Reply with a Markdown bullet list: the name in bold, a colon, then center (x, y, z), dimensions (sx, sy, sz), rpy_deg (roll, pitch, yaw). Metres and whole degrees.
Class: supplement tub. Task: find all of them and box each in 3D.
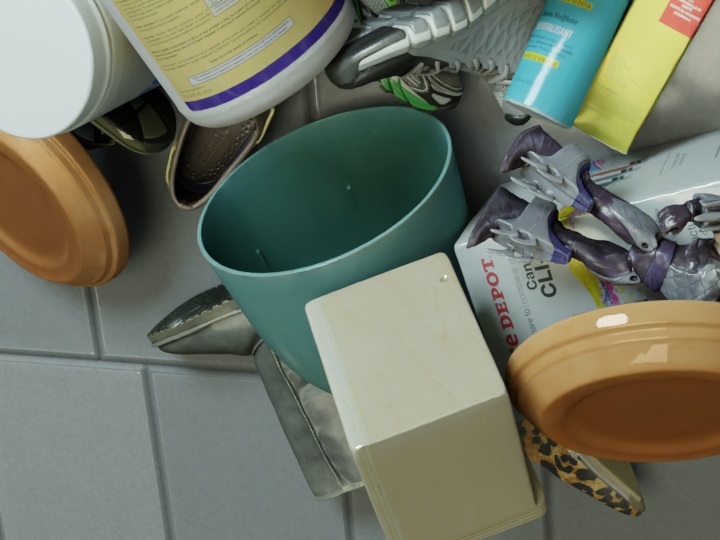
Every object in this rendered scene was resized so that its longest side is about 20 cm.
- **supplement tub**: center (-0.110, -0.214, 0.892), dimensions (0.144, 0.146, 0.201), rpy_deg (-19, 122, 26)
- **supplement tub**: center (-0.202, -0.187, 1.003), dimensions (0.131, 0.200, 0.133), rpy_deg (9, 116, 20)

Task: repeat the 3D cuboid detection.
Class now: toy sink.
- **toy sink**: center (0.051, 0.111, 0.911), dimensions (0.111, 0.131, 0.201), rpy_deg (-20, 135, -1)

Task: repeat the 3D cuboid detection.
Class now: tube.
- **tube**: center (0.161, -0.197, 0.909), dimensions (0.077, 0.050, 0.202), rpy_deg (26, 95, 40)

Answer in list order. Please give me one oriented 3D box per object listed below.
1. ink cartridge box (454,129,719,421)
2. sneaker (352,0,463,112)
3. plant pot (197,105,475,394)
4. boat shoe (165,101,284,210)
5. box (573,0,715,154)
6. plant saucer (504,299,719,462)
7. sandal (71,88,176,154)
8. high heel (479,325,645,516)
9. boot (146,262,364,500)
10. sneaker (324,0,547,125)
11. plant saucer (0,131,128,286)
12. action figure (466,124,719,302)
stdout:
- **ink cartridge box**: center (0.192, 0.002, 0.958), dimensions (0.198, 0.145, 0.147), rpy_deg (-13, 105, 26)
- **sneaker**: center (0.023, -0.209, 0.980), dimensions (0.085, 0.078, 0.201), rpy_deg (-25, 99, 26)
- **plant pot**: center (0.000, 0.000, 1.008), dimensions (0.199, 0.201, 0.162), rpy_deg (-9, 126, 24)
- **boat shoe**: center (-0.098, -0.134, 1.056), dimensions (0.071, 0.060, 0.201), rpy_deg (27, 120, -14)
- **box**: center (0.215, -0.183, 0.919), dimensions (0.050, 0.075, 0.201), rpy_deg (30, 117, 6)
- **plant saucer**: center (0.192, 0.079, 0.856), dimensions (0.198, 0.038, 0.201), rpy_deg (2, 151, 1)
- **sandal**: center (-0.229, -0.134, 1.101), dimensions (0.200, 0.080, 0.058), rpy_deg (25, 120, 30)
- **high heel**: center (0.126, 0.146, 1.088), dimensions (0.200, 0.071, 0.143), rpy_deg (47, 125, 1)
- **boot**: center (-0.071, 0.105, 1.150), dimensions (0.180, 0.073, 0.201), rpy_deg (-18, 109, 28)
- **sneaker**: center (0.078, -0.144, 0.944), dimensions (0.199, 0.075, 0.116), rpy_deg (-29, 114, -14)
- **plant saucer**: center (-0.280, -0.063, 1.119), dimensions (0.199, 0.037, 0.201), rpy_deg (28, 142, 24)
- **action figure**: center (0.173, -0.009, 0.838), dimensions (0.199, 0.069, 0.131), rpy_deg (27, 123, 13)
